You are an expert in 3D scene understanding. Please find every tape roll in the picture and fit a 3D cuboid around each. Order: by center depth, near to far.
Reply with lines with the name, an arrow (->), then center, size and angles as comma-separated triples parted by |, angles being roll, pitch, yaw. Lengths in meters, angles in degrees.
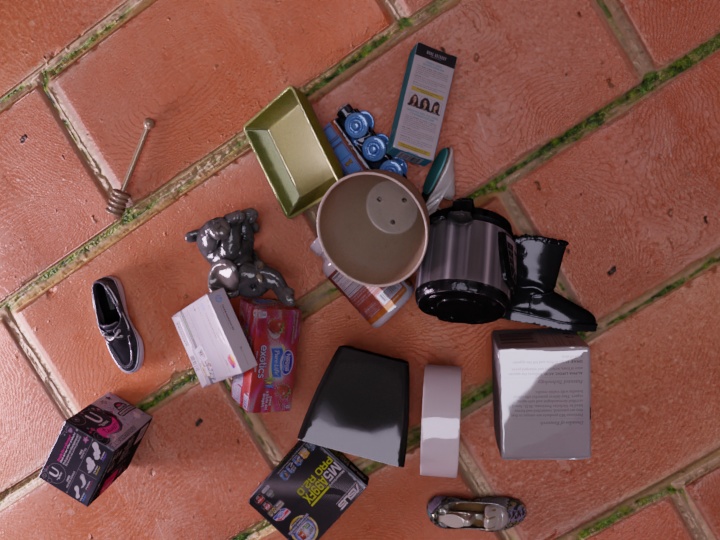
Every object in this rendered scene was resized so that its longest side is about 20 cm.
tape roll -> 0.148, 0.278, 1.461 | 0.069, 0.202, 0.207 | 2, 98, 5

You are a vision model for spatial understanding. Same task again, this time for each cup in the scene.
cup -> 0.039, -0.092, 1.385 | 0.196, 0.143, 0.204 | 7, 113, 17

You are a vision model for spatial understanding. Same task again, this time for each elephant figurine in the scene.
elephant figurine -> -0.228, -0.004, 1.498 | 0.139, 0.155, 0.203 | -20, 92, -20

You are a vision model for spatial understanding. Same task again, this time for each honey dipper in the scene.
honey dipper -> -0.449, -0.204, 1.549 | 0.037, 0.038, 0.203 | 24, 98, 3

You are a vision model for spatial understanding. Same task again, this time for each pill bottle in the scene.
pill bottle -> 0.000, 0.000, 1.487 | 0.112, 0.112, 0.200 | -43, 91, 10

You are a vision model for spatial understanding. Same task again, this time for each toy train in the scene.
toy train -> 0.005, -0.209, 1.477 | 0.114, 0.087, 0.201 | -36, 94, 18

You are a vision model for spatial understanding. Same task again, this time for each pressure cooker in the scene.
pressure cooker -> 0.187, -0.024, 1.408 | 0.176, 0.175, 0.204 | 19, 64, -23

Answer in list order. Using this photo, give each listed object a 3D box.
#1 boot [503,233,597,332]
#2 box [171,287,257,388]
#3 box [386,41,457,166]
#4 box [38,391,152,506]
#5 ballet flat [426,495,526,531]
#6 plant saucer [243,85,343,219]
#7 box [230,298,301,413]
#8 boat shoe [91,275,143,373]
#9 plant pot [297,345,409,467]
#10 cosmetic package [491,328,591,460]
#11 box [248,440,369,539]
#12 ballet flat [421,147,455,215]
boot -> 0.356, 0.022, 1.474 | 0.194, 0.073, 0.166 | 9, 93, 3
box -> -0.281, 0.132, 1.501 | 0.041, 0.199, 0.158 | -24, 88, -34
box -> 0.110, -0.300, 1.428 | 0.081, 0.049, 0.204 | 16, 80, -13
box -> -0.513, 0.340, 1.542 | 0.113, 0.200, 0.134 | 28, 99, 1
ballet flat -> 0.228, 0.483, 1.544 | 0.196, 0.072, 0.074 | 1, 97, 6
plant saucer -> -0.115, -0.218, 1.462 | 0.199, 0.048, 0.203 | -22, 95, 53
box -> -0.183, 0.161, 1.518 | 0.094, 0.099, 0.204 | 2, 99, -30
boat shoe -> -0.490, 0.112, 1.577 | 0.070, 0.068, 0.204 | -11, 96, 8
plant pot -> 0.008, 0.243, 1.486 | 0.196, 0.200, 0.181 | 14, 86, 5
cosmetic package -> 0.328, 0.222, 1.451 | 0.161, 0.165, 0.204 | -2, 98, 6
box -> -0.104, 0.442, 1.588 | 0.160, 0.044, 0.200 | 42, 100, 0
ballet flat -> 0.139, -0.132, 1.485 | 0.069, 0.069, 0.202 | 28, 103, 2
